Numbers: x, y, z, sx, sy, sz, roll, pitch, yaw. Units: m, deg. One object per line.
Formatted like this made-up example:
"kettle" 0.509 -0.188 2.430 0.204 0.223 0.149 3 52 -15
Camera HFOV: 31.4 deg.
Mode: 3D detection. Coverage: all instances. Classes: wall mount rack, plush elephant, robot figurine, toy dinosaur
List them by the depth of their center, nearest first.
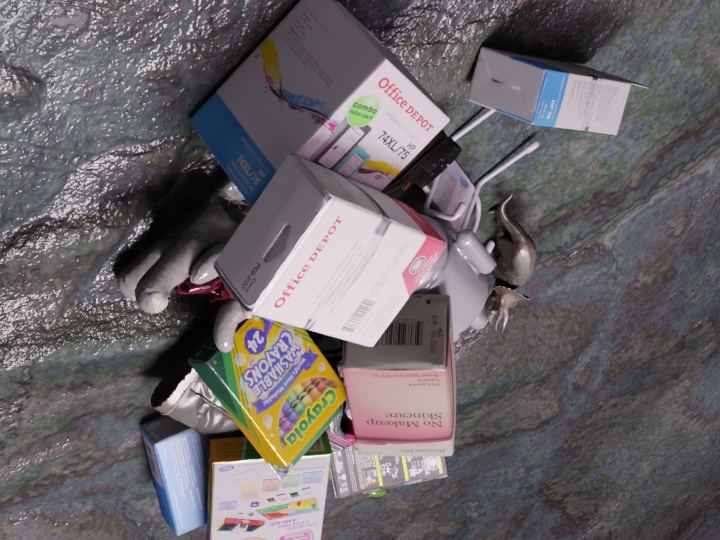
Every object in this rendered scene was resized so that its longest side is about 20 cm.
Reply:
"plush elephant" -0.149 0.010 1.410 0.200 0.164 0.155 -47 108 -17
"robot figurine" 0.081 0.008 1.580 0.168 0.114 0.200 -29 132 19
"wall mount rack" 0.150 -0.120 1.620 0.200 0.074 0.176 44 63 -56
"toy dinosaur" 0.210 -0.023 1.748 0.076 0.103 0.201 -14 140 -29

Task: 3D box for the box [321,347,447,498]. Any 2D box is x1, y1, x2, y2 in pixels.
"box" 0.025 0.195 1.716 0.158 0.044 0.203 -12 110 -3

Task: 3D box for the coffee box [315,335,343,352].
"coffee box" 0.025 0.075 1.745 0.200 0.044 0.122 -49 142 15

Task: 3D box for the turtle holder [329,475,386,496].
"turtle holder" 0.021 0.245 1.854 0.184 0.133 0.140 -28 147 24

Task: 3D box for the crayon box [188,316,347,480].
"crayon box" -0.097 0.139 1.520 0.126 0.051 0.201 -47 116 -27

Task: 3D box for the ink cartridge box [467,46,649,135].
"ink cartridge box" 0.241 -0.213 1.539 0.198 0.116 0.069 1 110 -41

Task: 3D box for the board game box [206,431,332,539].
"board game box" -0.120 0.295 1.638 0.151 0.041 0.202 -2 130 -13

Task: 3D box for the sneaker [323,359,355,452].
"sneaker" -0.059 0.141 1.621 0.074 0.081 0.202 -10 119 15

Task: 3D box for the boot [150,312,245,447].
"boot" -0.142 0.160 1.605 0.200 0.073 0.182 39 99 -27

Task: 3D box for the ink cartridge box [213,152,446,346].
"ink cartridge box" -0.029 -0.016 1.299 0.199 0.085 0.146 18 113 -51

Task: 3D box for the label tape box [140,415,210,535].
"label tape box" -0.178 0.241 1.694 0.198 0.066 0.145 -21 117 -25

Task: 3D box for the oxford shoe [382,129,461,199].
"oxford shoe" 0.020 -0.114 1.498 0.199 0.085 0.073 -37 171 -26

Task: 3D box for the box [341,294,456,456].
"box" 0.051 0.130 1.559 0.126 0.110 0.201 0 142 7

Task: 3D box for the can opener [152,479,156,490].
"can opener" -0.189 0.256 1.751 0.199 0.054 0.067 -30 148 -13

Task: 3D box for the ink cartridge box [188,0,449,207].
"ink cartridge box" -0.042 -0.158 1.336 0.200 0.146 0.146 -45 144 10
